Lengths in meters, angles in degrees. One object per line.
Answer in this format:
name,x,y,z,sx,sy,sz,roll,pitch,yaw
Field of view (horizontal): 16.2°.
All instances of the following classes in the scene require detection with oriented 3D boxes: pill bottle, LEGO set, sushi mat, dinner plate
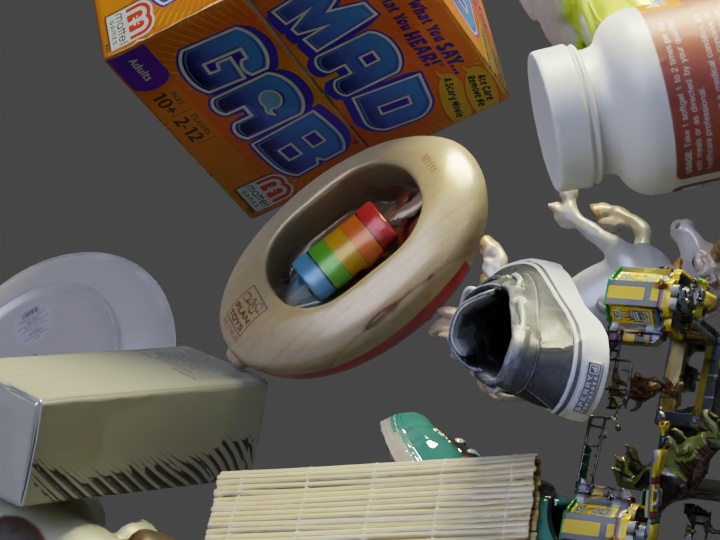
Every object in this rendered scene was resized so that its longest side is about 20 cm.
pill bottle,0.204,-0.108,1.491,0.199,0.112,0.112,-12,53,-3
LEGO set,0.198,0.094,1.382,0.116,0.154,0.201,3,66,31
sushi mat,0.004,0.150,1.443,0.199,0.012,0.096,-5,50,18
dinner plate,-0.216,0.071,1.716,0.200,0.024,0.201,-15,53,21

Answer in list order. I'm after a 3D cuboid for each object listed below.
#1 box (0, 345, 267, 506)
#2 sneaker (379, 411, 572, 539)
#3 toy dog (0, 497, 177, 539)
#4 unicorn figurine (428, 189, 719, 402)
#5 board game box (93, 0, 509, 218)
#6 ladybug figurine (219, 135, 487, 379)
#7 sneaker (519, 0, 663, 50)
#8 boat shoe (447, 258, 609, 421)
box,-0.153,0.092,1.548,0.082,0.200,0.069,21,105,39
sneaker,0.080,0.146,1.474,0.080,0.071,0.200,-27,46,-8
toy dog,-0.172,0.187,1.512,0.200,0.194,0.140,19,62,46
unicorn figurine,0.144,0.008,1.526,0.200,0.074,0.137,-47,48,17
board game box,-0.049,-0.198,1.675,0.199,0.200,0.200,-25,52,14
ladybug figurine,0.000,0.000,1.603,0.200,0.072,0.136,-36,46,4
sneaker,0.176,-0.176,1.626,0.105,0.076,0.200,-34,56,-9
boat shoe,0.081,0.033,1.417,0.200,0.068,0.072,-119,45,-73
